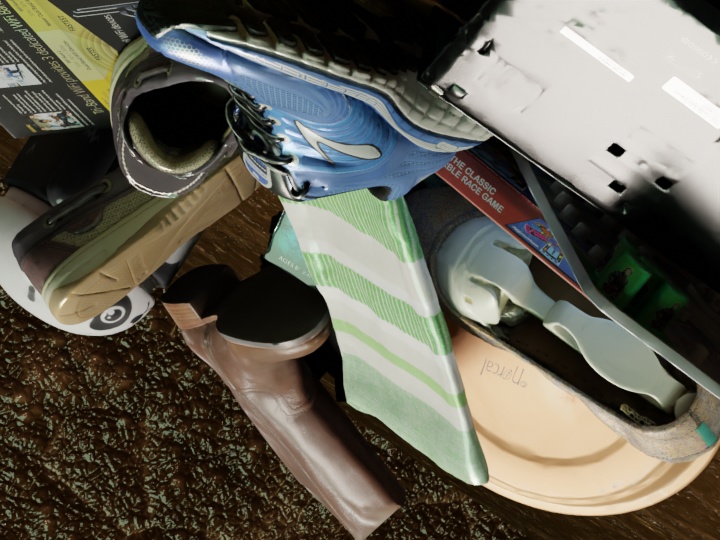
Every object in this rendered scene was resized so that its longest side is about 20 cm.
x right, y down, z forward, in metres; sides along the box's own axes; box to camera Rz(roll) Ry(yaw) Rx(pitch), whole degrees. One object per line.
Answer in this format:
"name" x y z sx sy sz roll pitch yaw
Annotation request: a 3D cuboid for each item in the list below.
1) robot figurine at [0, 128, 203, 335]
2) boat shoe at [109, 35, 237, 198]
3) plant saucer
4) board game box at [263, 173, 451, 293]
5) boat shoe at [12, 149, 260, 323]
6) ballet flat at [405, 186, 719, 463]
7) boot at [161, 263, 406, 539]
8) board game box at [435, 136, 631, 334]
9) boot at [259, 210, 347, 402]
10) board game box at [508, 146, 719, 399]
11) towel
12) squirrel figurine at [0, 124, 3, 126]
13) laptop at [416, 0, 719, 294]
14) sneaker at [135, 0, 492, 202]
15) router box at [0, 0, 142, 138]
"robot figurine" -0.146 -0.056 1.297 0.150 0.201 0.124 39 169 -39
"boat shoe" -0.092 -0.079 1.049 0.071 0.065 0.200 21 153 -11
"plant saucer" 0.098 0.046 1.094 0.199 0.032 0.202 13 125 20
"board game box" 0.057 -0.008 1.119 0.199 0.028 0.136 31 129 6
"boat shoe" -0.110 -0.053 1.190 0.065 0.200 0.072 46 166 12
"ballet flat" 0.092 0.017 1.003 0.199 0.068 0.067 34 179 17
"boot" -0.020 0.088 1.260 0.201 0.064 0.186 57 162 -21
"board game box" 0.068 -0.041 0.986 0.200 0.019 0.103 40 -167 14
"boot" 0.009 0.006 1.254 0.162 0.073 0.199 24 141 33
"board game box" 0.163 0.020 0.930 0.199 0.026 0.200 36 -166 -18
"towel" 0.000 0.000 1.063 0.152 0.023 0.201 30 141 61
"squirrel figurine" -0.254 -0.181 1.293 0.187 0.140 0.201 -73 -33 -73
"laptop" 0.123 -0.073 0.843 0.177 0.104 0.200 33 146 -8
"sneaker" -0.023 -0.068 0.863 0.199 0.089 0.079 22 -152 -50
"router box" -0.145 -0.135 1.085 0.156 0.053 0.200 -5 160 13
